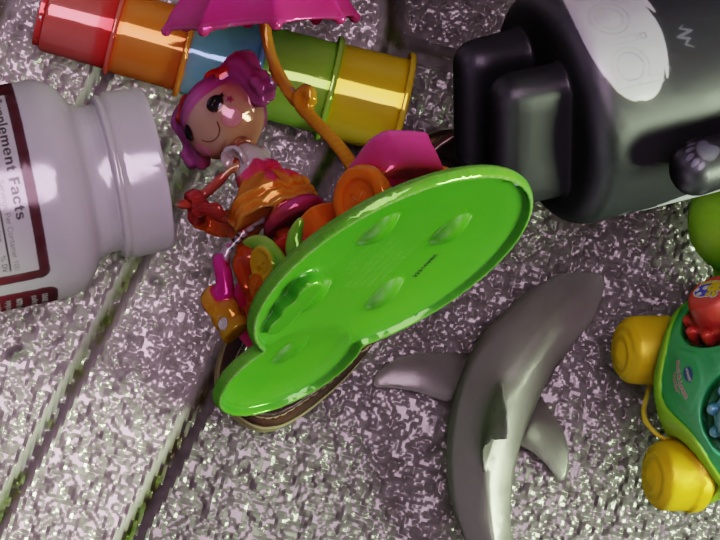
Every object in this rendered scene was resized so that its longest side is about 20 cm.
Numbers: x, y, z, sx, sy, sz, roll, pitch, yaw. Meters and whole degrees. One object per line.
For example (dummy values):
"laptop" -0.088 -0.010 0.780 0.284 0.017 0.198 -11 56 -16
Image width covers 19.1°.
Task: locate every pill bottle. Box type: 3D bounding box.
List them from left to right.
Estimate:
"pill bottle" -0.200 -0.032 1.068 0.199 0.113 0.113 -11 85 -12

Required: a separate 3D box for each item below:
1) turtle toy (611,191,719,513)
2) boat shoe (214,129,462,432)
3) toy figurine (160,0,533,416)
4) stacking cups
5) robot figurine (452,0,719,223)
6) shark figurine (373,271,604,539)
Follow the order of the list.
"turtle toy" 0.215 0.039 1.125 0.145 0.101 0.200 0 59 -17
"boat shoe" 0.000 0.000 1.119 0.072 0.072 0.200 45 78 -2
"toy figurine" -0.039 -0.058 1.053 0.150 0.200 0.184 -2 55 -47
"stacking cups" -0.073 -0.107 1.128 0.199 0.061 0.061 12 81 -6
"robot figurine" 0.147 -0.092 1.089 0.200 0.125 0.151 -15 73 -19
"shark figurine" 0.079 0.107 1.114 0.128 0.090 0.215 -3 82 -9
